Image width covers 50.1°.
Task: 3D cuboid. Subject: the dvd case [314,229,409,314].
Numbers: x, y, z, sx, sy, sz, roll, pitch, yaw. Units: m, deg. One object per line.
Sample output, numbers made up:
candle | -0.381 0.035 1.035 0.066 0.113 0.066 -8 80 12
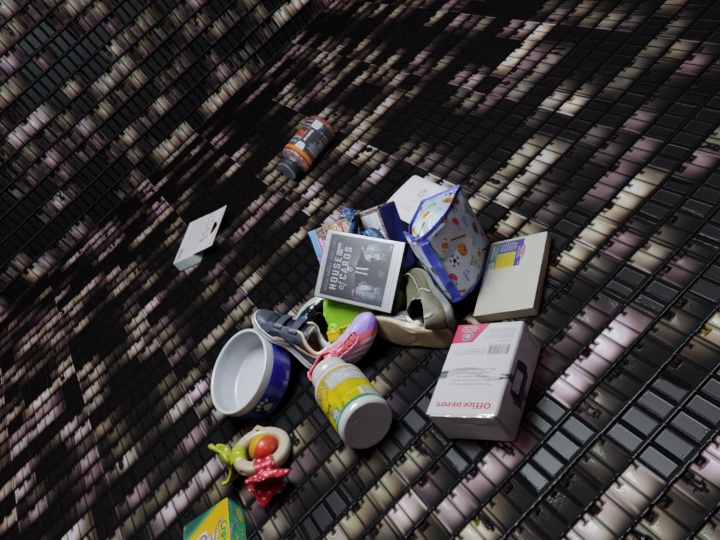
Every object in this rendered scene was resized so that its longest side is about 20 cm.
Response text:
dvd case | 0.000 0.000 1.647 0.198 0.025 0.152 11 88 31

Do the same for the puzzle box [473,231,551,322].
puzzle box | 0.310 0.013 1.559 0.132 0.025 0.201 -12 43 38

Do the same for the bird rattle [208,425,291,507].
bird rattle | -0.214 0.385 1.600 0.198 0.113 0.163 -1 33 40

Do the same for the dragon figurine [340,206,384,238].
dragon figurine | 0.018 -0.056 1.702 0.100 0.200 0.059 -56 -15 26

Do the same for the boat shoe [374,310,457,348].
boat shoe | 0.114 0.115 1.604 0.198 0.072 0.065 5 44 40

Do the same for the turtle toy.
turtle toy | 0.000 0.078 1.718 0.198 0.101 0.147 -15 82 32

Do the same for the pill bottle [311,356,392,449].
pill bottle | -0.026 0.256 1.539 0.113 0.113 0.200 -42 34 -3

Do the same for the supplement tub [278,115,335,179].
supplement tub | -0.174 -0.385 2.428 0.106 0.107 0.201 12 60 51

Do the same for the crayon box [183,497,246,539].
crayon box | -0.281 0.560 1.497 0.118 0.058 0.201 -35 34 9

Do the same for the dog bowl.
dog bowl | -0.253 0.241 1.766 0.199 0.078 0.202 -25 52 37

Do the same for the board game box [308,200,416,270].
board game box | 0.004 -0.052 1.800 0.198 0.161 0.097 -17 4 30

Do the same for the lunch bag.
lunch bag | 0.177 -0.051 1.600 0.123 0.171 0.201 -22 23 29

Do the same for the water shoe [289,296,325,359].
water shoe | -0.129 0.149 1.813 0.200 0.071 0.079 -48 35 9

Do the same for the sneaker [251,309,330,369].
sneaker | -0.149 0.137 1.726 0.080 0.199 0.079 -59 -6 38

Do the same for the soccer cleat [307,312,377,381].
soccer cleat | -0.037 0.168 1.638 0.067 0.076 0.200 50 117 18

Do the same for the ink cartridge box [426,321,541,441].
ink cartridge box | 0.223 0.198 1.381 0.144 0.084 0.201 -8 45 40

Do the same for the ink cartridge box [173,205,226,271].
ink cartridge box | -0.510 -0.106 2.506 0.172 0.044 0.201 -21 38 27

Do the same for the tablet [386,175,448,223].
tablet | 0.145 -0.177 1.955 0.130 0.014 0.200 -45 34 -7

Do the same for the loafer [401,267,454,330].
loafer | 0.120 0.057 1.548 0.069 0.076 0.200 -15 27 -14
